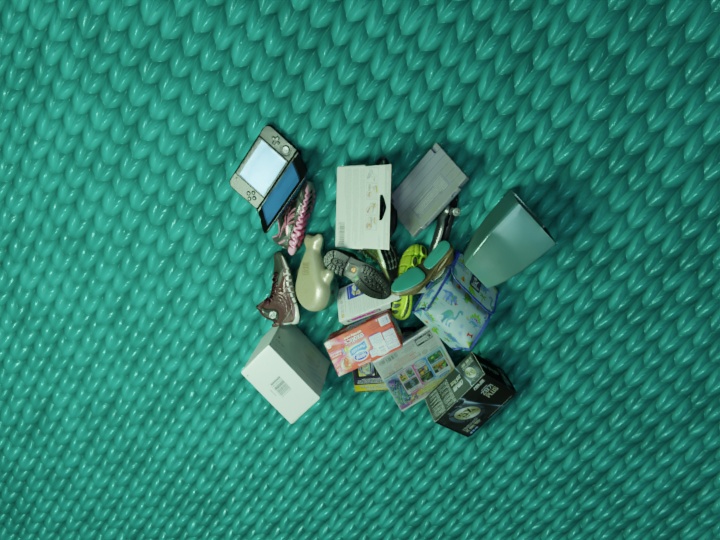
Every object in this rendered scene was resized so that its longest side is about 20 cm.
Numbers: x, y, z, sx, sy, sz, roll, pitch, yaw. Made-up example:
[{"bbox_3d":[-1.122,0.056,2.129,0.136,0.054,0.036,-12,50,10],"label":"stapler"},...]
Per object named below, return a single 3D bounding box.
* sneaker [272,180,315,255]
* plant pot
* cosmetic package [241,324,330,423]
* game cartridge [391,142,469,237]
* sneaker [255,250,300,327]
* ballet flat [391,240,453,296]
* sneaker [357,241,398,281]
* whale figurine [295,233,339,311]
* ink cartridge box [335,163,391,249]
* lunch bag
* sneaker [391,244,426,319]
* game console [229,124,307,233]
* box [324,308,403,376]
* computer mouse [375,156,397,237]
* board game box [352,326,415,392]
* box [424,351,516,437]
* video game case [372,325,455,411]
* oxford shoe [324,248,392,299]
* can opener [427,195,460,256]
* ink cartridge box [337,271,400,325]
[{"bbox_3d":[-0.183,-0.148,1.411,0.093,0.079,0.206,24,109,10],"label":"sneaker"},{"bbox_3d":[0.358,-0.068,1.332,0.141,0.142,0.200,42,112,-8],"label":"plant pot"},{"bbox_3d":[-0.200,0.268,1.479,0.122,0.201,0.200,-41,100,15],"label":"cosmetic package"},{"bbox_3d":[0.167,-0.199,1.335,0.200,0.038,0.131,-46,72,19],"label":"game cartridge"},{"bbox_3d":[-0.237,0.058,1.446,0.111,0.075,0.208,-15,93,-17],"label":"sneaker"},{"bbox_3d":[0.167,0.011,1.360,0.199,0.068,0.073,-43,133,-5],"label":"ballet flat"},{"bbox_3d":[0.034,-0.058,1.399,0.088,0.076,0.206,-34,75,38],"label":"sneaker"},{"bbox_3d":[-0.111,0.005,1.440,0.156,0.101,0.210,-1,90,48],"label":"whale figurine"},{"bbox_3d":[0.015,-0.157,1.326,0.171,0.044,0.209,5,95,36],"label":"ink cartridge box"},{"bbox_3d":[0.261,0.079,1.392,0.169,0.127,0.202,41,72,-10],"label":"lunch bag"},{"bbox_3d":[0.122,0.026,1.425,0.071,0.084,0.208,18,92,-6],"label":"sneaker"},{"bbox_3d":[-0.240,-0.236,1.358,0.169,0.119,0.201,38,108,-7],"label":"game console"},{"bbox_3d":[0.011,0.188,1.424,0.194,0.095,0.103,-26,94,10],"label":"box"},{"bbox_3d":[0.059,-0.185,1.353,0.057,0.034,0.209,-6,89,29],"label":"computer mouse"},{"bbox_3d":[0.070,0.256,1.518,0.191,0.057,0.172,-4,110,8],"label":"board game box"},{"bbox_3d":[0.304,0.347,1.469,0.161,0.087,0.201,30,111,-33],"label":"box"},{"bbox_3d":[0.155,0.270,1.471,0.196,0.024,0.186,-31,108,4],"label":"video game case"},{"bbox_3d":[0.000,0.000,1.369,0.197,0.085,0.074,36,105,-5],"label":"oxford shoe"},{"bbox_3d":[0.214,-0.108,1.383,0.061,0.078,0.208,-8,116,-31],"label":"can opener"},{"bbox_3d":[0.024,0.069,1.426,0.195,0.098,0.037,-24,148,26],"label":"ink cartridge box"}]
